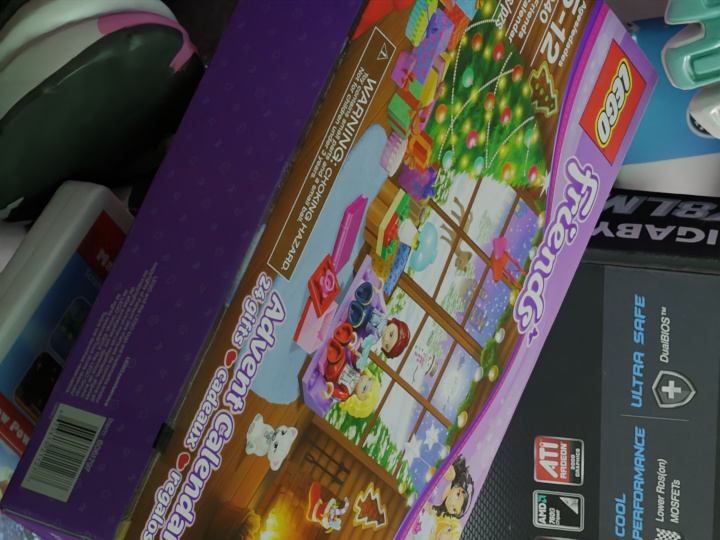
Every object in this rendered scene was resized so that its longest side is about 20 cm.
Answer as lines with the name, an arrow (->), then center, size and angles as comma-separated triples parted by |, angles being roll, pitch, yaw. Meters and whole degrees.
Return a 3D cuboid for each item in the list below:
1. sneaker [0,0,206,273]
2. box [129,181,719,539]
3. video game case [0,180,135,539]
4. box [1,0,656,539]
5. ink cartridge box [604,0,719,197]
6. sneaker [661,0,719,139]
sneaker -> -0.099, -0.039, 0.772 | 0.080, 0.087, 0.200 | -5, 154, -33
box -> 0.026, 0.066, 0.867 | 0.197, 0.050, 0.201 | 6, 119, 12
video game case -> -0.084, 0.098, 0.717 | 0.201, 0.017, 0.143 | -58, 132, -21
box -> 0.000, 0.000, 0.721 | 0.137, 0.039, 0.201 | 43, 67, -53
ink cartridge box -> 0.121, -0.011, 0.915 | 0.146, 0.086, 0.201 | -9, 122, -23
sneaker -> 0.155, -0.041, 0.811 | 0.077, 0.092, 0.200 | -19, 126, 23
